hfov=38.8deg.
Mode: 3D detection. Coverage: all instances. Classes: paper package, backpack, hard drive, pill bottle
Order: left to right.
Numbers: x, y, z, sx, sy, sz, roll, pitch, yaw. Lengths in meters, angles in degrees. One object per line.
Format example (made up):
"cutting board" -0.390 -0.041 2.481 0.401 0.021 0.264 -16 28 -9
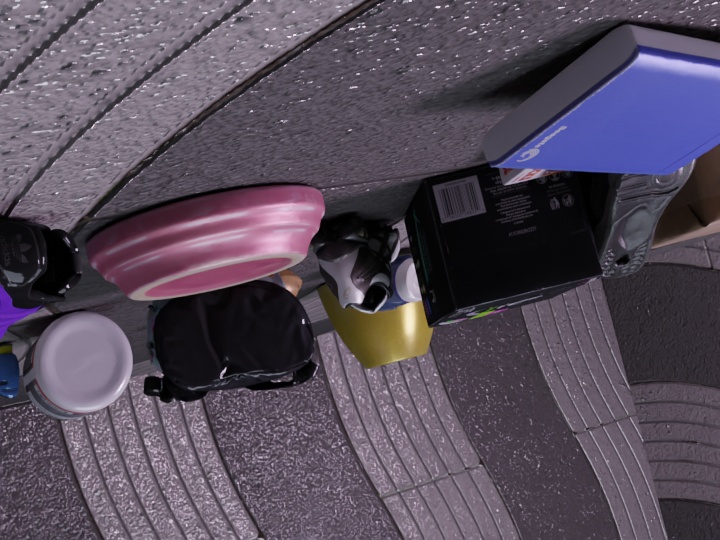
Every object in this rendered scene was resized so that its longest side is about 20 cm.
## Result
"pill bottle" -0.354 0.122 1.258 0.114 0.118 0.199 -11 174 -26
"backpack" -0.138 0.054 1.006 0.163 0.130 0.200 -1 -178 -18
"hard drive" 0.193 -0.106 0.686 0.197 0.026 0.131 -3 157 -40
"paper package" 0.382 -0.100 1.015 0.196 0.106 0.191 -14 174 -6

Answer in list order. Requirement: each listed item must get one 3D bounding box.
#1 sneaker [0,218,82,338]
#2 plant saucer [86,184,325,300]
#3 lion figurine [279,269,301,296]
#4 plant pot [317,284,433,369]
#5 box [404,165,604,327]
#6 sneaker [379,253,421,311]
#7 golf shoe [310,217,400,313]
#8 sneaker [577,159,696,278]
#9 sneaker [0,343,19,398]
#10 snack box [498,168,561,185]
"sneaker" -0.241 0.010 0.709 0.098 0.071 0.200 -15 175 -16
"plant saucer" -0.121 -0.017 0.837 0.196 0.052 0.201 -14 173 -2
"lion figurine" -0.133 0.030 1.234 0.198 0.073 0.122 -28 170 -36
"plant pot" 0.042 0.075 1.633 0.196 0.145 0.200 -14 174 -2
"box" 0.132 -0.025 1.009 0.145 0.127 0.200 -13 173 -4
"sneaker" 0.065 0.011 1.464 0.145 0.082 0.198 -8 -177 40
"golf shoe" 0.000 0.000 1.082 0.076 0.096 0.199 -17 175 19
"sneaker" 0.238 -0.095 0.926 0.075 0.116 0.201 -8 145 -8
"sneaker" -0.527 0.155 1.347 0.197 0.080 0.066 -16 176 27
"snack box" 0.172 -0.108 0.809 0.070 0.025 0.200 -13 173 -12
